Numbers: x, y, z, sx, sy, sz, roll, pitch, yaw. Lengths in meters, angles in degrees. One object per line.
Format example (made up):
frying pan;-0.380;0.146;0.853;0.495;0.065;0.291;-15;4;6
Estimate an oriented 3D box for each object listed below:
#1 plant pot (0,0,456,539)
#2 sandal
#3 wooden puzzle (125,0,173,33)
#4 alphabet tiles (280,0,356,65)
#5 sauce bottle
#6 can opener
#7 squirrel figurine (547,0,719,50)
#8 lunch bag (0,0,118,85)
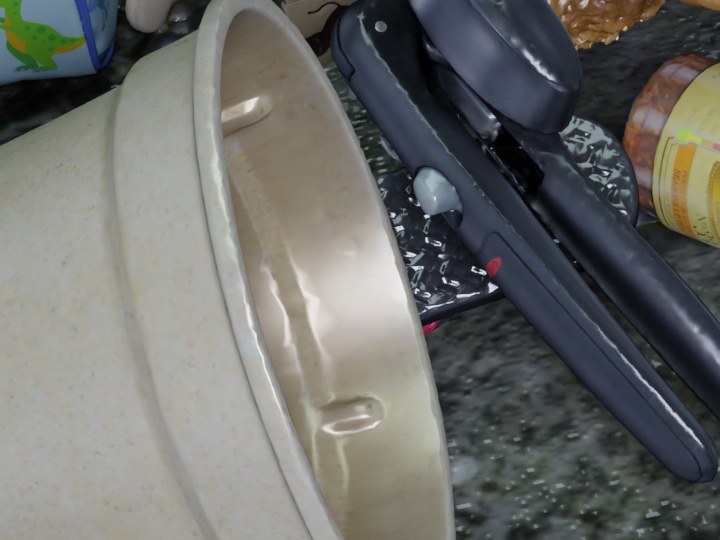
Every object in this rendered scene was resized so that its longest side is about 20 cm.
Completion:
plant pot;-0.089;0.037;0.815;0.183;0.201;0.201;-16;38;13
sandal;0.000;0.000;0.925;0.199;0.045;0.075;-15;77;-2
wooden puzzle;-0.054;-0.221;1.118;0.037;0.185;0.200;16;36;-14
alphabet tiles;0.058;-0.148;0.994;0.199;0.167;0.006;-23;44;-12
sauce bottle;0.181;-0.017;0.888;0.199;0.066;0.066;23;51;37
can opener;0.060;-0.016;0.870;0.063;0.079;0.200;-30;81;-16
squirrel figurine;0.133;-0.143;0.951;0.199;0.142;0.186;1;-3;25
lunch bag;-0.151;-0.184;1.096;0.082;0.161;0.200;-9;41;4
